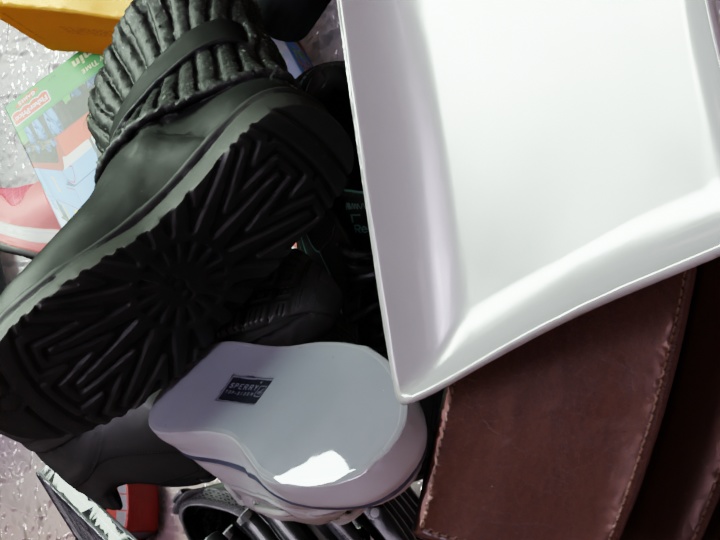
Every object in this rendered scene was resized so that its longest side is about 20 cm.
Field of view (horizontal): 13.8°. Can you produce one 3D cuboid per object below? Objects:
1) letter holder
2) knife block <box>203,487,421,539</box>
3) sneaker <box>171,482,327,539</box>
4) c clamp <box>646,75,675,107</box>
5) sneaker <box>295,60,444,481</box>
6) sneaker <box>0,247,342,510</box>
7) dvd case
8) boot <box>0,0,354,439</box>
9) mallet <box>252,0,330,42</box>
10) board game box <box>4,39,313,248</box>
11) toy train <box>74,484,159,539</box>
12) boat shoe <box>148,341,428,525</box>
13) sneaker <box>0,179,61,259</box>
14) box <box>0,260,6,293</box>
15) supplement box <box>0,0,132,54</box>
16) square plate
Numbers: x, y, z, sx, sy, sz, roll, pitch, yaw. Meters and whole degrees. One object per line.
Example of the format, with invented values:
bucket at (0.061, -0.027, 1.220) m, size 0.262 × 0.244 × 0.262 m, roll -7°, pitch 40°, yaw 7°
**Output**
letter holder at (0.120, 0.023, 1.187) m, size 0.142 × 0.101 × 0.201 m, roll 14°, pitch 96°, yaw 17°
knife block at (0.006, 0.181, 1.328) m, size 0.175 × 0.064 × 0.201 m, roll -2°, pitch 84°, yaw 25°
sneaker at (-0.032, 0.178, 1.415) m, size 0.200 × 0.082 × 0.075 m, roll 54°, pitch 126°, yaw 39°
c clamp at (0.141, -0.105, 1.153) m, size 0.027 × 0.170 × 0.201 m, roll -49°, pitch 34°, yaw 40°
sneaker at (0.000, 0.000, 1.369) m, size 0.079 × 0.075 × 0.201 m, roll 135°, pitch 121°, yaw -84°
sneaker at (-0.077, 0.052, 1.389) m, size 0.200 × 0.091 × 0.076 m, roll -24°, pitch 27°, yaw 38°
dvd case at (-0.078, 0.187, 1.450) m, size 0.200 × 0.016 × 0.149 m, roll 37°, pitch 159°, yaw 48°
boot at (-0.106, -0.031, 1.345) m, size 0.211 × 0.079 × 0.158 m, roll -40°, pitch 37°, yaw -1°
mallet at (-0.091, -0.188, 1.396) m, size 0.066 × 0.200 × 0.041 m, roll -48°, pitch 10°, yaw 31°
board game box at (-0.080, -0.049, 1.490) m, size 0.151 × 0.037 × 0.200 m, roll -36°, pitch 57°, yaw 10°
toy train at (-0.129, 0.128, 1.585) m, size 0.046 × 0.034 × 0.201 m, roll -1°, pitch 85°, yaw 48°
boat shoe at (-0.018, 0.073, 1.249) m, size 0.074 × 0.065 × 0.200 m, roll -49°, pitch 24°, yaw -11°
sneaker at (-0.128, -0.038, 1.591) m, size 0.200 × 0.074 × 0.087 m, roll 9°, pitch 82°, yaw 45°
box at (-0.299, -0.038, 1.742) m, size 0.115 × 0.132 × 0.201 m, roll -42°, pitch 54°, yaw 44°
supplement box at (-0.100, -0.209, 1.500) m, size 0.126 × 0.073 × 0.201 m, roll 10°, pitch 78°, yaw 33°
square plate at (0.069, -0.071, 1.116) m, size 0.200 × 0.028 × 0.199 m, roll -28°, pitch 62°, yaw 45°
